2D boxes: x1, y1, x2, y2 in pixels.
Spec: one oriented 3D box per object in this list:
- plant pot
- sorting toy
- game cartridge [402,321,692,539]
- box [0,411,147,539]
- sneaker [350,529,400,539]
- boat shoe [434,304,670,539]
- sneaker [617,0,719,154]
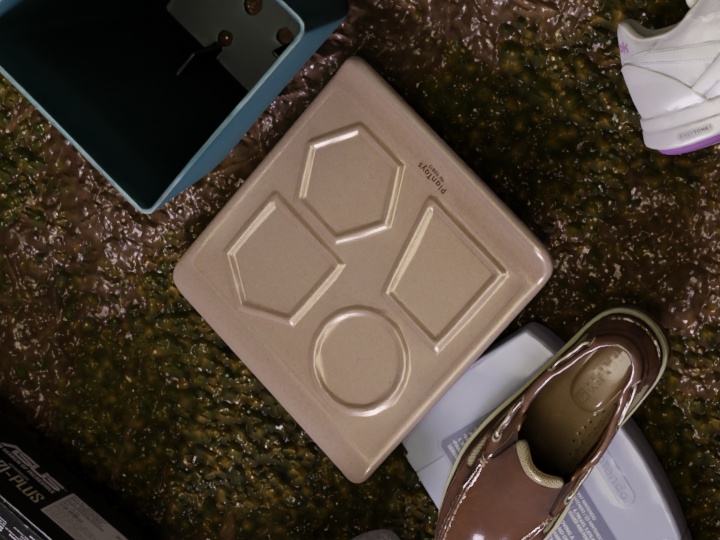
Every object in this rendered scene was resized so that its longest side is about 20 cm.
[{"bbox_3d":[-0.094,-0.144,1.158,0.141,0.200,0.141,44,109,4],"label":"plant pot"},{"bbox_3d":[0.000,0.000,1.236,0.185,0.036,0.200,46,111,15],"label":"sorting toy"},{"bbox_3d":[0.120,0.140,1.240,0.133,0.042,0.201,-32,91,16],"label":"game cartridge"},{"bbox_3d":[-0.256,0.191,1.294,0.199,0.086,0.164,38,108,12],"label":"box"},{"bbox_3d":[-0.014,0.252,1.237,0.114,0.075,0.200,44,115,3],"label":"sneaker"},{"bbox_3d":[0.102,0.107,1.181,0.074,0.075,0.203,35,109,7],"label":"boat shoe"},{"bbox_3d":[0.236,-0.140,1.126,0.199,0.075,0.100,-23,95,19],"label":"sneaker"}]
